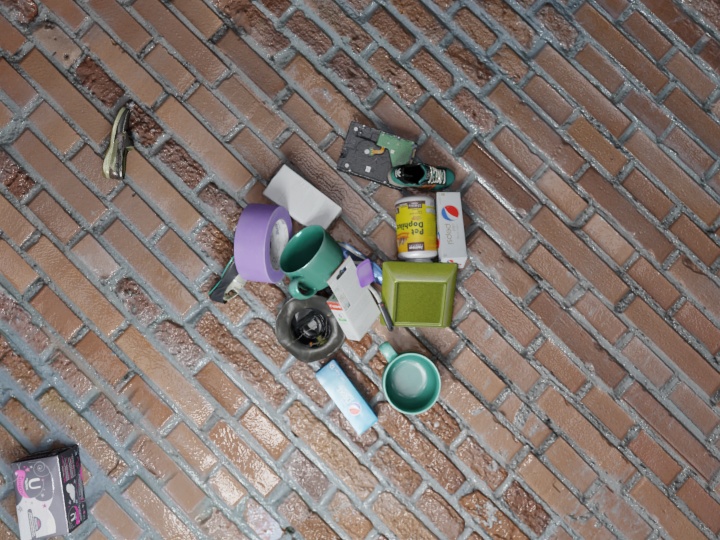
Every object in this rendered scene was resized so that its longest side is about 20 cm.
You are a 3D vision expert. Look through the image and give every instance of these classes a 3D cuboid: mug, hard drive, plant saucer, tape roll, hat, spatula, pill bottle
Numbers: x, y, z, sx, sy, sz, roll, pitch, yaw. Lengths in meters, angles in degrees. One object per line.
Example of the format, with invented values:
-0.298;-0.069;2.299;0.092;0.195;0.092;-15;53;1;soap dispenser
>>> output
0.130;0.276;1.554;0.149;0.114;0.188;-5;86;0;mug
0.046;-0.316;1.635;0.197;0.038;0.142;17;87;2;hard drive
0.153;0.077;1.556;0.196;0.048;0.203;1;120;0;plant saucer
-0.128;-0.011;1.526;0.186;0.151;0.114;-52;127;-8;mug
-0.249;-0.071;1.532;0.084;0.200;0.203;6;86;14;tape roll
-0.135;0.141;1.580;0.197;0.081;0.204;-4;111;-9;hat
0.042;0.071;1.545;0.056;0.020;0.202;-31;98;-36;spatula
0.151;-0.094;1.586;0.107;0.109;0.203;-4;87;0;pill bottle

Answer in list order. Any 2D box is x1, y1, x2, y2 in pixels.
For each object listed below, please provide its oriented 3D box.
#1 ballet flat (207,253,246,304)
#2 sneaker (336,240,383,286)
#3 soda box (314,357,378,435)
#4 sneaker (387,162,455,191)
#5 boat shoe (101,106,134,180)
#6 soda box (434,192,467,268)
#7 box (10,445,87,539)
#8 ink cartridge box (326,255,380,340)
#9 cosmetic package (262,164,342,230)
-0.340;0.028;1.557;0.072;0.200;0.074;20;47;-24;ballet flat
0.000;0.000;1.601;0.199;0.074;0.083;34;86;10;sneaker
-0.037;0.336;1.582;0.068;0.064;0.201;-37;87;-2;soda box
0.177;-0.252;1.589;0.197;0.080;0.073;-3;93;-21;sneaker
-0.655;-0.347;1.623;0.064;0.073;0.203;14;90;-10;boat shoe
0.239;-0.109;1.578;0.067;0.064;0.203;-1;66;-1;soda box
-0.813;0.580;1.540;0.130;0.115;0.203;-9;86;-1;box
-0.030;0.072;1.537;0.109;0.050;0.201;-49;124;-34;ink cartridge box
-0.157;-0.185;1.609;0.199;0.071;0.102;38;87;2;cosmetic package
